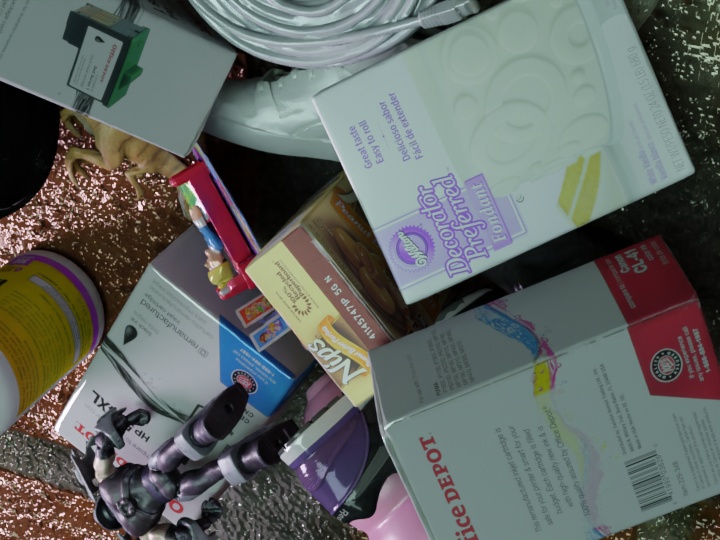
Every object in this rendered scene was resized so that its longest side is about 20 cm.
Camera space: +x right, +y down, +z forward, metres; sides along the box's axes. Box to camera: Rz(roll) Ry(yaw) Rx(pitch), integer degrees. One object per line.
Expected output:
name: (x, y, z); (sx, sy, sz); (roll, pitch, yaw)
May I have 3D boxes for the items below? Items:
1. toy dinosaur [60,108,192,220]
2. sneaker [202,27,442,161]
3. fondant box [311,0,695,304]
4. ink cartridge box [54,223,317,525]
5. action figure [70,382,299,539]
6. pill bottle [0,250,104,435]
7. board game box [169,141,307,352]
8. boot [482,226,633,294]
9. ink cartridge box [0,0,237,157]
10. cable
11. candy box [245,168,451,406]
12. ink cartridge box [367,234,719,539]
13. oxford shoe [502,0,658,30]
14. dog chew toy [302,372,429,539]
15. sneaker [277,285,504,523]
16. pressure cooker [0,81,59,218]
toy dinosaur: (-0.191, -0.109, 1.160); (0.105, 0.061, 0.200); (-7, 148, 41)
sneaker: (-0.025, -0.140, 1.083); (0.197, 0.074, 0.117); (10, 117, 9)
fondant box: (0.089, -0.087, 0.966); (0.198, 0.058, 0.146); (-25, 98, 9)
ink cartridge box: (-0.135, 0.090, 1.234); (0.145, 0.084, 0.201); (37, 123, 3)
action figure: (-0.142, 0.156, 1.183); (0.199, 0.070, 0.130); (-31, 108, 36)
pill bottle: (-0.294, 0.069, 1.227); (0.103, 0.200, 0.105); (10, 118, 19)
board game box: (-0.102, -0.024, 1.103); (0.201, 0.039, 0.159); (56, 172, 36)
boot: (0.115, 0.007, 1.029); (0.198, 0.132, 0.070); (21, 124, -1)
ink cartridge box: (-0.198, -0.168, 1.020); (0.198, 0.146, 0.085); (21, 106, -33)
cable: (-0.031, -0.225, 0.959); (0.198, 0.069, 0.201); (-19, 109, 30)
candy box: (0.000, 0.000, 1.055); (0.055, 0.200, 0.116); (-36, 97, 20)
ink cartridge box: (0.120, 0.088, 0.942); (0.198, 0.086, 0.149); (-20, 122, 5)
oxford shoe: (0.110, -0.145, 1.011); (0.199, 0.058, 0.075); (-40, 94, 11)
dog chew toy: (0.033, 0.159, 1.176); (0.200, 0.124, 0.125); (48, 124, 6)
sneaker: (0.041, 0.099, 1.112); (0.200, 0.076, 0.088); (-41, 84, -10)
pressure cooker: (-0.353, -0.114, 1.173); (0.198, 0.178, 0.178); (-9, 69, 31)
